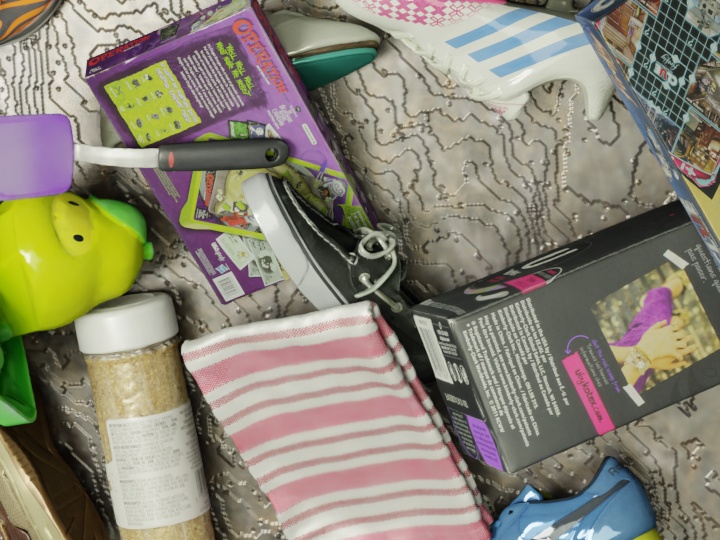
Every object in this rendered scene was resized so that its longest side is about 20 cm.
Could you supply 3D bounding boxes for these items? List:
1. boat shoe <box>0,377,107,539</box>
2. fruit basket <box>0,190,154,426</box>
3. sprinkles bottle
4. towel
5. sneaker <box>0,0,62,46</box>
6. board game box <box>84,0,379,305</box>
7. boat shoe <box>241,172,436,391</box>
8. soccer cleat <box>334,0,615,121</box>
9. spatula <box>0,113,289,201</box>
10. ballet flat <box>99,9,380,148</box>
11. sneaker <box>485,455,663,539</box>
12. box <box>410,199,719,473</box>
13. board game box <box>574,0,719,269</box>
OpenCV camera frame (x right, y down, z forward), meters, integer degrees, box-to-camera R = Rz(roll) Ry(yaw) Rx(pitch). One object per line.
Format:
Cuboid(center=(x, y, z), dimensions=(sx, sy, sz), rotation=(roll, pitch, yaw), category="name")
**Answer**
Cuboid(center=(-0.248, 0.127, 1.648), dimensions=(0.072, 0.072, 0.200), rotation=(-31, 88, 23), category="boat shoe")
Cuboid(center=(-0.246, -0.005, 1.565), dimensions=(0.215, 0.156, 0.216), rotation=(-13, 59, 22), category="fruit basket")
Cuboid(center=(-0.142, 0.118, 1.641), dimensions=(0.068, 0.068, 0.200), rotation=(-9, 99, 10), category="sprinkles bottle")
Cuboid(center=(-0.015, 0.113, 1.592), dimensions=(0.146, 0.030, 0.200), rotation=(-15, 119, 27), category="towel")
Cuboid(center=(-0.273, -0.165, 1.587), dimensions=(0.200, 0.112, 0.078), rotation=(-38, 93, 13), category="sneaker")
Cuboid(center=(-0.080, -0.077, 1.574), dimensions=(0.120, 0.032, 0.200), rotation=(-19, 124, 15), category="board game box")
Cuboid(center=(0.001, 0.001, 1.575), dimensions=(0.068, 0.074, 0.199), rotation=(-35, 114, 9), category="boat shoe")
Cuboid(center=(0.073, -0.144, 1.561), dimensions=(0.200, 0.070, 0.087), rotation=(11, 98, 6), category="soccer cleat")
Cuboid(center=(-0.144, -0.072, 1.540), dimensions=(0.200, 0.021, 0.057), rotation=(0, 110, -6), category="spatula")
Cuboid(center=(-0.087, -0.135, 1.596), dimensions=(0.200, 0.069, 0.070), rotation=(-23, 96, 12), category="ballet flat")
Cuboid(center=(0.103, 0.193, 1.625), dimensions=(0.200, 0.066, 0.079), rotation=(-30, 83, 12), category="sneaker")
Cuboid(center=(0.149, 0.037, 1.527), dimensions=(0.200, 0.122, 0.106), rotation=(-22, 97, -10), category="box")
Cuboid(center=(0.232, -0.105, 1.432), dimensions=(0.135, 0.035, 0.200), rotation=(-34, 112, -5), category="board game box")
